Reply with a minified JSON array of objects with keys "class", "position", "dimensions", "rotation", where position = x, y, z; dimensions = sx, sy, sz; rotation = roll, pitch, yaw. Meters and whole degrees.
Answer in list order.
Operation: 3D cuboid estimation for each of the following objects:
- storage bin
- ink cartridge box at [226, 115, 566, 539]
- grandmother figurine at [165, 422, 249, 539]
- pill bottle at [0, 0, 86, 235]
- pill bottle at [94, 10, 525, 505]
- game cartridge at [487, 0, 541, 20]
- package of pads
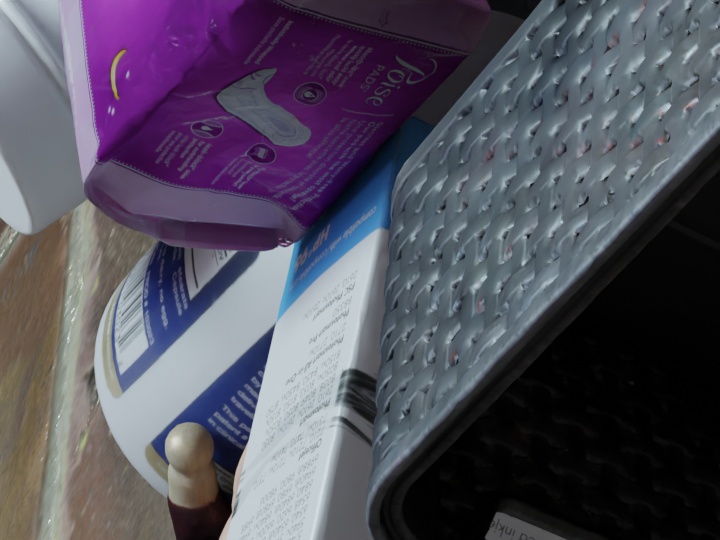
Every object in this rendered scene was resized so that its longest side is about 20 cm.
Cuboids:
[{"class":"storage bin","position":[0.103,-0.009,0.565],"dimensions":[0.200,0.135,0.094],"rotation":[-48,26,42]},{"class":"ink cartridge box","position":[0.027,0.075,0.737],"dimensions":[0.068,0.115,0.201],"rotation":[-42,29,51]},{"class":"grandmother figurine","position":[-0.026,0.105,0.911],"dimensions":[0.122,0.060,0.200],"rotation":[67,153,22]},{"class":"pill bottle","position":[-0.054,-0.105,0.917],"dimensions":[0.200,0.120,0.120],"rotation":[-37,12,-15]},{"class":"pill bottle","position":[0.000,0.000,0.920],"dimensions":[0.200,0.111,0.112],"rotation":[-43,29,50]},{"class":"game cartridge","position":[0.081,-0.165,0.942],"dimensions":[0.133,0.041,0.201],"rotation":[-102,24,-55]},{"class":"package of pads","position":[-0.035,-0.118,0.779],"dimensions":[0.121,0.075,0.201],"rotation":[-46,43,42]}]
